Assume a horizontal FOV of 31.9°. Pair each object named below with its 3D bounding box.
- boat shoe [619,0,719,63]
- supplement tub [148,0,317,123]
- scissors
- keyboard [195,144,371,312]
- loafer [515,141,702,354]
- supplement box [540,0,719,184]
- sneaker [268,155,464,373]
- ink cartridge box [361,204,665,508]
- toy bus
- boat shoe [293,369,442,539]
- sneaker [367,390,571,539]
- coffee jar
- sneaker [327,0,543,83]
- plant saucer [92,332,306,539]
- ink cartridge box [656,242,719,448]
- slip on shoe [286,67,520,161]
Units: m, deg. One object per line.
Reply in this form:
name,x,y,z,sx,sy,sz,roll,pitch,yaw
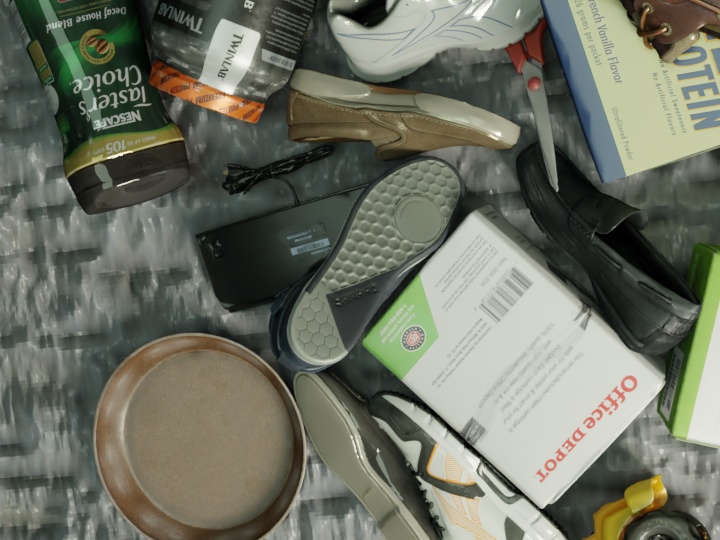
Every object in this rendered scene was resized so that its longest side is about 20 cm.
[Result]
boat shoe,0.199,-0.165,0.782,0.199,0.072,0.072,16,96,6
supplement tub,-0.095,-0.230,1.022,0.122,0.122,0.201,22,98,11
scissors,0.140,-0.160,0.991,0.073,0.014,0.201,-31,62,17
keyboard,-0.049,-0.046,1.085,0.199,0.021,0.128,-15,98,14
loafer,0.194,-0.029,0.980,0.201,0.068,0.070,58,134,23
supplement box,0.251,-0.158,0.907,0.199,0.200,0.135,-19,90,14
sneaker,-0.002,-0.001,1.036,0.077,0.146,0.202,40,73,-1
ink cartridge box,0.126,0.067,1.020,0.200,0.084,0.146,42,104,7
toy bus,0.201,0.283,0.982,0.191,0.136,0.201,-25,72,15
boat shoe,0.015,0.162,1.079,0.200,0.057,0.067,55,140,7
sneaker,0.075,0.179,1.022,0.200,0.074,0.080,43,93,8
coffee jar,-0.219,-0.153,1.072,0.104,0.085,0.201,-19,92,-24
sneaker,0.065,-0.211,0.990,0.199,0.087,0.075,-22,62,19
plant saucer,-0.140,0.152,1.120,0.199,0.034,0.201,2,97,14
ink cartridge box,0.347,0.072,0.974,0.199,0.076,0.149,12,98,3
slip on shoe,0.031,-0.117,1.029,0.199,0.076,0.061,14,94,14
